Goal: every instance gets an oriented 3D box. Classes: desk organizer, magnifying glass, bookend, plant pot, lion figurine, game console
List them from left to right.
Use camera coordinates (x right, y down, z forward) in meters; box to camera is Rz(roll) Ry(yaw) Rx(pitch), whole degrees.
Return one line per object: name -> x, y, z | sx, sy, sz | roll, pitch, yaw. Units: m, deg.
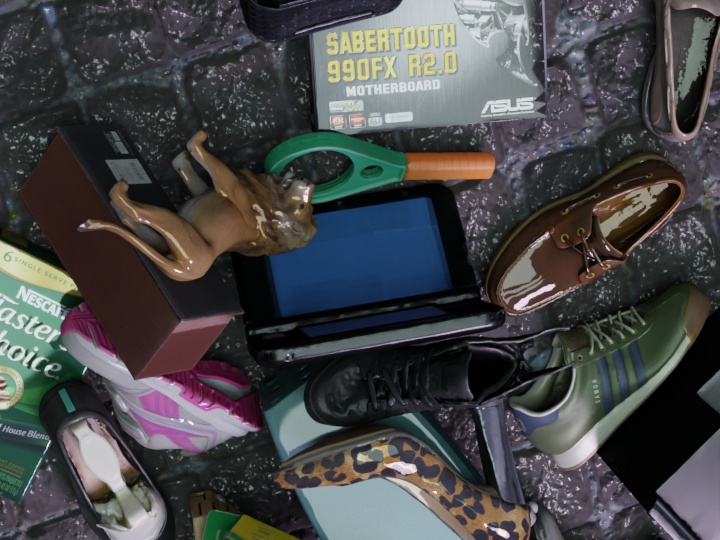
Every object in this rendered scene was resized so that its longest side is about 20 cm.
desk organizer -> -0.187, -0.017, 1.399 | 0.077, 0.071, 0.201 | -49, 66, 32
lion figurine -> -0.122, -0.035, 1.368 | 0.123, 0.200, 0.072 | 50, 136, 0
game console -> 0.000, 0.000, 1.412 | 0.197, 0.176, 0.118 | -10, 94, -7
plant pot -> 0.007, 0.162, 1.479 | 0.141, 0.141, 0.201 | -36, 103, 0
magnifying glass -> 0.016, -0.086, 1.467 | 0.197, 0.023, 0.080 | -3, 147, -17
bookend -> 0.313, 0.133, 1.488 | 0.200, 0.199, 0.092 | -45, 103, 2

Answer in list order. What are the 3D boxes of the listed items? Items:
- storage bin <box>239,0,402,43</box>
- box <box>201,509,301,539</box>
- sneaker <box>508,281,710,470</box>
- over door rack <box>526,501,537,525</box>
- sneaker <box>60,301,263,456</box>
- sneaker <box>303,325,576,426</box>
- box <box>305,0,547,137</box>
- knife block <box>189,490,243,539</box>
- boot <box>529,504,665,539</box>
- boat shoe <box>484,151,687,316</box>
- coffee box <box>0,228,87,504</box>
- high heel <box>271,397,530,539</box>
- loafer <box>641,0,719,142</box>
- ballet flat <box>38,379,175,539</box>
storage bin -> -0.046, -0.294, 1.356 | 0.134, 0.094, 0.202 | -15, 82, -5
box -> -0.050, 0.281, 1.430 | 0.198, 0.048, 0.118 | 22, 119, 15
sneaker -> 0.210, 0.075, 1.525 | 0.090, 0.067, 0.201 | 37, 98, -20
over door rack -> 0.110, 0.292, 1.531 | 0.199, 0.067, 0.149 | -28, 100, 33
sneaker -> -0.175, 0.100, 1.446 | 0.088, 0.082, 0.199 | -40, 124, 21
sneaker -> 0.060, 0.081, 1.370 | 0.197, 0.104, 0.061 | -10, 89, -18
box -> 0.053, -0.199, 1.450 | 0.197, 0.048, 0.160 | -5, 104, -8
knife block -> -0.113, 0.317, 1.531 | 0.199, 0.064, 0.176 | 38, 94, -15
boot -> 0.223, 0.273, 1.584 | 0.130, 0.068, 0.202 | -28, 109, -11
boat shoe -> 0.193, -0.029, 1.500 | 0.199, 0.068, 0.072 | -36, 105, 0
coffee box -> -0.293, 0.079, 1.459 | 0.122, 0.044, 0.201 | 27, 97, -14
high heel -> 0.036, 0.191, 1.383 | 0.198, 0.071, 0.144 | -13, 94, -10
loafer -> 0.281, -0.207, 1.476 | 0.071, 0.063, 0.203 | 3, 102, -9
ballet flat -> -0.208, 0.181, 1.459 | 0.068, 0.068, 0.201 | -34, 121, -9
